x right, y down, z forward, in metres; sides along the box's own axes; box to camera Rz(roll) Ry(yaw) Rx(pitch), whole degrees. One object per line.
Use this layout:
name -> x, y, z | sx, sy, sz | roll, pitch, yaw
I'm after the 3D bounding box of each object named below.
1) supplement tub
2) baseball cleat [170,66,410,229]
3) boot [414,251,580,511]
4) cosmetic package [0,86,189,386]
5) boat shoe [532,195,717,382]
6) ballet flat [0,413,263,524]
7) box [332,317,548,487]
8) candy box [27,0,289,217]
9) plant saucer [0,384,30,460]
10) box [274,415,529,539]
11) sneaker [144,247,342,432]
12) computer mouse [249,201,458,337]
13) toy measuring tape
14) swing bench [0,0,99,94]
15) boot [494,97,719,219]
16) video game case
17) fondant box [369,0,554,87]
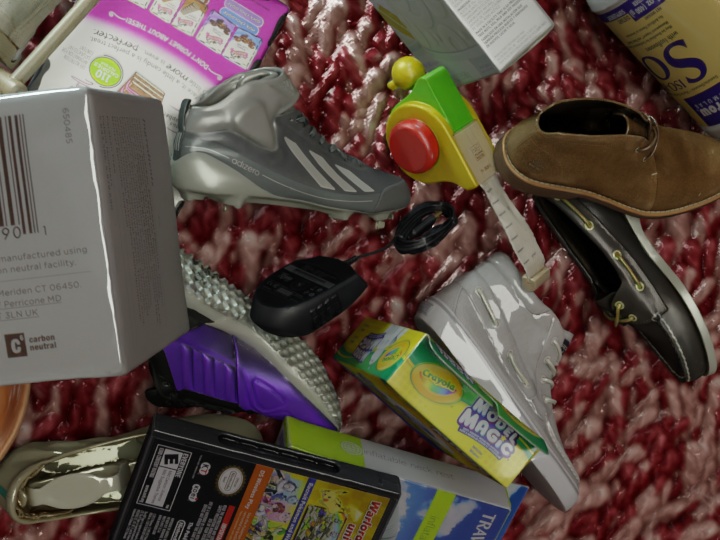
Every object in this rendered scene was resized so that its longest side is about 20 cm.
supplement tub -> 0.287, -0.192, 1.116 | 0.200, 0.145, 0.145 | 45, 81, -10
baseball cleat -> -0.040, -0.088, 1.037 | 0.200, 0.070, 0.107 | 1, 102, -39
boot -> 0.133, 0.083, 1.118 | 0.096, 0.074, 0.200 | -37, 102, -12
cosmetic package -> -0.211, -0.020, 0.895 | 0.164, 0.200, 0.165 | -6, 94, 5
boat shoe -> 0.206, 0.007, 1.137 | 0.061, 0.072, 0.201 | -31, 90, -15
ballet flat -> -0.163, 0.147, 1.047 | 0.200, 0.069, 0.070 | -9, 93, -14
box -> 0.055, 0.092, 1.032 | 0.117, 0.200, 0.048 | 42, 81, -11
candy box -> -0.159, -0.136, 1.046 | 0.136, 0.061, 0.200 | 30, 83, -13
plant saucer -> -0.330, 0.073, 1.001 | 0.200, 0.037, 0.201 | 4, 78, -17
box -> 0.017, 0.192, 1.080 | 0.200, 0.048, 0.122 | 18, 114, -14
sneaker -> -0.105, 0.071, 1.064 | 0.100, 0.070, 0.200 | -43, 114, 13
computer mouse -> 0.000, 0.000, 1.076 | 0.200, 0.059, 0.034 | -28, 125, -32
toy measuring tape -> 0.073, -0.070, 1.100 | 0.073, 0.074, 0.200 | -31, 97, -12
swing bench -> -0.238, -0.241, 0.969 | 0.199, 0.200, 0.130 | -49, 124, -8
boot -> 0.206, -0.087, 1.081 | 0.200, 0.075, 0.074 | 3, 65, -21
video game case -> -0.090, 0.207, 1.036 | 0.180, 0.026, 0.200 | 16, 117, -13
fondant box -> 0.037, -0.229, 1.053 | 0.058, 0.144, 0.200 | -41, 100, -9
